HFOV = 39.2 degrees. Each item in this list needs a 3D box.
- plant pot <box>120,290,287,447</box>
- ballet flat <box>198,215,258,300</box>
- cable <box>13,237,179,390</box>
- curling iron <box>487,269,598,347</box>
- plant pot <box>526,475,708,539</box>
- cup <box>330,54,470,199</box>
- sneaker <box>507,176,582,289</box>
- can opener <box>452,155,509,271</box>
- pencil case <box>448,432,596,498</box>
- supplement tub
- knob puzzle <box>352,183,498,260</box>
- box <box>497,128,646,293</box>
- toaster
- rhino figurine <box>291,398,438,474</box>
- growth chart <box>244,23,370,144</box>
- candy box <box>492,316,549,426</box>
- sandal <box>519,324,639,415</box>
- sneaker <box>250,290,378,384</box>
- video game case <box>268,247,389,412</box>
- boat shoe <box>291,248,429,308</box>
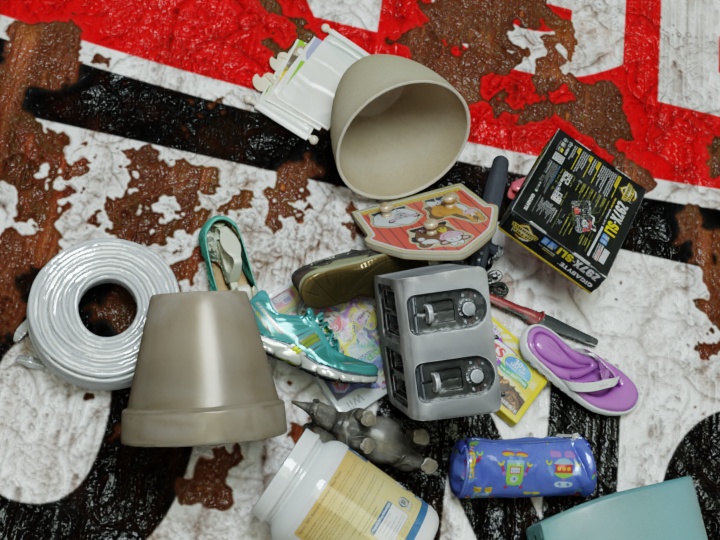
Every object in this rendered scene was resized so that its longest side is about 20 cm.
[{"bbox_3d":[-0.189,0.114,1.214,0.197,0.200,0.176,-2,87,-13],"label":"plant pot"},{"bbox_3d":[-0.169,0.017,1.344,0.067,0.070,0.202,-15,75,-19],"label":"ballet flat"},{"bbox_3d":[-0.327,0.052,1.298,0.198,0.069,0.202,21,67,-4],"label":"cable"},{"bbox_3d":[0.253,0.058,1.444,0.199,0.026,0.050,29,70,-1],"label":"curling iron"},{"bbox_3d":[0.324,0.359,1.295,0.197,0.141,0.143,-8,72,-7],"label":"plant pot"},{"bbox_3d":[0.038,-0.223,1.429,0.198,0.202,0.144,-11,47,-16],"label":"cup"},{"bbox_3d":[0.275,-0.052,1.459,0.086,0.074,0.202,-13,65,-31],"label":"sneaker"},{"bbox_3d":[0.182,-0.081,1.459,0.078,0.063,0.202,22,68,-3],"label":"can opener"},{"bbox_3d":[0.215,0.257,1.335,0.197,0.078,0.088,1,99,-12],"label":"pencil case"},{"bbox_3d":[-0.019,0.301,1.233,0.199,0.145,0.145,35,67,2],"label":"supplement tub"},{"bbox_3d":[0.099,-0.069,1.381,0.217,0.031,0.220,-5,28,3],"label":"knob puzzle"},{"bbox_3d":[0.299,-0.088,1.416,0.159,0.049,0.201,35,52,-1],"label":"box"},{"bbox_3d":[0.095,0.083,1.289,0.117,0.200,0.183,-7,94,-10],"label":"toaster"},{"bbox_3d":[0.001,0.207,1.295,0.198,0.087,0.060,23,77,-11],"label":"rhino figurine"},{"bbox_3d":[-0.067,-0.282,1.504,0.144,0.018,0.200,39,67,4],"label":"growth chart"},{"bbox_3d":[0.166,0.113,1.406,0.200,0.026,0.102,41,64,4],"label":"candy box"},{"bbox_3d":[0.310,0.139,1.398,0.201,0.050,0.083,27,59,-13],"label":"sandal"},{"bbox_3d":[-0.062,0.092,1.306,0.198,0.077,0.080,26,83,-8],"label":"sneaker"},{"bbox_3d":[-0.021,0.085,1.380,0.142,0.018,0.201,-30,79,-21],"label":"video game case"},{"bbox_3d":[0.000,0.000,1.368,0.198,0.074,0.065,-7,31,-30],"label":"boat shoe"}]
